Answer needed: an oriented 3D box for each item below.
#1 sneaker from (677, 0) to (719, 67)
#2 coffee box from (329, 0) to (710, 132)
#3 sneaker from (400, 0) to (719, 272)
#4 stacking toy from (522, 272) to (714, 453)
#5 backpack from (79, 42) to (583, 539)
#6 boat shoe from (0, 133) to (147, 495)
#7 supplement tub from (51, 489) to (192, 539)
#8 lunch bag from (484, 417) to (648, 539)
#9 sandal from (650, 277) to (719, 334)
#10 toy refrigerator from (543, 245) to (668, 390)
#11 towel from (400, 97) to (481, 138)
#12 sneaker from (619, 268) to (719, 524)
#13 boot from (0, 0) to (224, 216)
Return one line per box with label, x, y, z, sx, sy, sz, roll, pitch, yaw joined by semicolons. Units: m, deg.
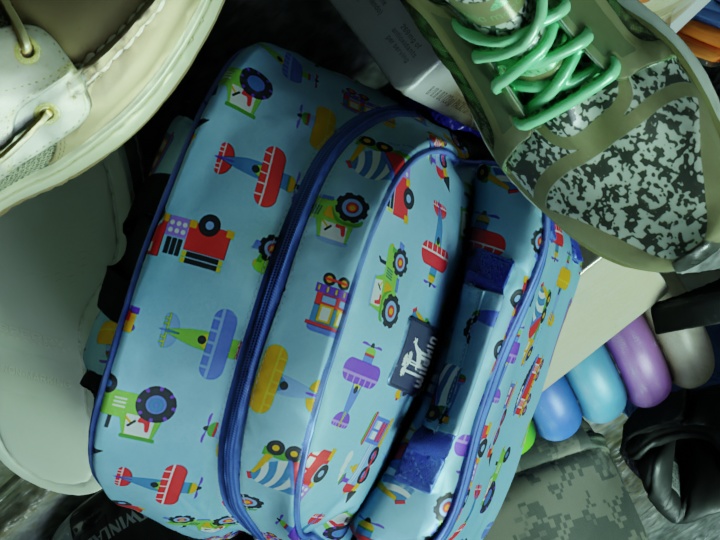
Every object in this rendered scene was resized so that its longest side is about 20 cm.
sneaker;0.209;-0.138;0.991;0.200;0.075;0.079;-22;132;-44
coffee box;0.090;-0.144;0.821;0.200;0.080;0.114;-44;153;16
sneaker;0.046;-0.080;0.728;0.077;0.200;0.089;-36;180;18
stacking toy;0.053;0.058;1.024;0.200;0.085;0.085;-30;154;-2
backpack;-0.012;0.018;0.809;0.200;0.134;0.183;43;67;-74
boat shoe;-0.106;-0.006;0.840;0.060;0.072;0.202;-62;164;-45
supplement tub;-0.055;0.191;1.066;0.122;0.200;0.123;-24;156;-11
lunch bag;0.049;0.159;1.185;0.200;0.168;0.139;-12;146;-39
sandal;0.202;0.010;1.002;0.200;0.045;0.075;-19;-179;-40
toy refrigerator;0.022;0.034;0.948;0.200;0.076;0.070;-39;148;4
towel;0.000;0.000;0.992;0.200;0.050;0.148;-36;155;1
sneaker;0.137;0.064;1.113;0.077;0.112;0.200;34;153;-35
boot;-0.140;-0.071;0.679;0.200;0.072;0.155;-40;152;9
